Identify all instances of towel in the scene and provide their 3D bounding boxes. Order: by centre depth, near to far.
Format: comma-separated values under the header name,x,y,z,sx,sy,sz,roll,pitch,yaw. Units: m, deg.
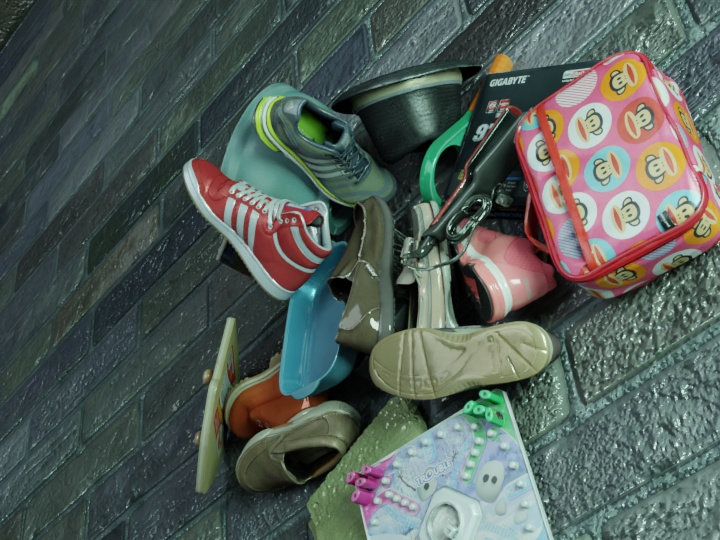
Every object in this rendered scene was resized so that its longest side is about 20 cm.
name,x,y,z,sx,sy,sz,roll,pitch,yaw
towel,0.015,0.239,1.229,0.200,0.036,0.148,-55,32,18

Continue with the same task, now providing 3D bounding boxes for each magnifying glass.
name,x,y,z,sx,sy,sz,roll,pitch,yaw
magnifying glass,0.123,-0.156,1.313,0.022,0.080,0.200,11,68,40

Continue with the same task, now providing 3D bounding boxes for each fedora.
name,x,y,z,sx,sy,sz,roll,pitch,yaw
fedora,0.062,-0.178,1.356,0.201,0.200,0.092,-15,91,52

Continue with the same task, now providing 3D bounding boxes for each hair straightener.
name,x,y,z,sx,sy,sz,roll,pitch,yaw
hair straightener,0.114,-0.077,1.160,0.200,0.041,0.077,-49,27,-4

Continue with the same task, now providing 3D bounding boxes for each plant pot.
name,x,y,z,sx,sy,sz,roll,pitch,yaw
plant pot,-0.070,-0.121,1.472,0.134,0.200,0.200,21,86,17

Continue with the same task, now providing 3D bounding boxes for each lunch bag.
name,x,y,z,sx,sy,sz,roll,pitch,yaw
lunch bag,0.222,-0.080,1.055,0.176,0.082,0.200,-32,54,28

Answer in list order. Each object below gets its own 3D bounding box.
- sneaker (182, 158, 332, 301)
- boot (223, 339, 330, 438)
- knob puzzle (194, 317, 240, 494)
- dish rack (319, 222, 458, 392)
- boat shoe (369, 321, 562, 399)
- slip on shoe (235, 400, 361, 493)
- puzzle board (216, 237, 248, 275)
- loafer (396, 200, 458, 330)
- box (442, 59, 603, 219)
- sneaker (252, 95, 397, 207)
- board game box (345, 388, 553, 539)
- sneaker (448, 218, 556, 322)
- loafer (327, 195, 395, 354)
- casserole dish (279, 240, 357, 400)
name,x,y,z,sx,sy,sz,roll,pitch,yaw
sneaker,-0.114,-0.073,1.356,0.112,0.200,0.071,-40,-1,29
boot,-0.101,0.175,1.418,0.200,0.075,0.107,-42,51,43
knob puzzle,-0.190,0.185,1.474,0.220,0.030,0.220,10,-90,-89
dish rack,0.022,0.024,1.351,0.153,0.055,0.200,-53,31,17
boat shoe,0.102,0.088,1.137,0.200,0.065,0.072,-13,76,33
slip on shoe,-0.078,0.219,1.344,0.200,0.076,0.061,-32,28,34
puzzle board,-0.151,-0.074,1.596,0.200,0.017,0.151,47,-115,-82
loafer,0.065,0.025,1.214,0.072,0.063,0.200,89,174,-76
box,0.184,-0.133,1.219,0.200,0.046,0.159,8,76,57
sneaker,-0.030,-0.134,1.346,0.081,0.200,0.074,0,63,56
board game box,0.079,0.238,1.096,0.200,0.026,0.200,-36,50,28
sneaker,0.144,-0.006,1.189,0.087,0.074,0.200,-15,22,-3
loafer,0.000,0.000,1.254,0.073,0.071,0.200,96,175,-52
casserole dish,-0.039,0.060,1.329,0.121,0.039,0.200,-31,44,45
